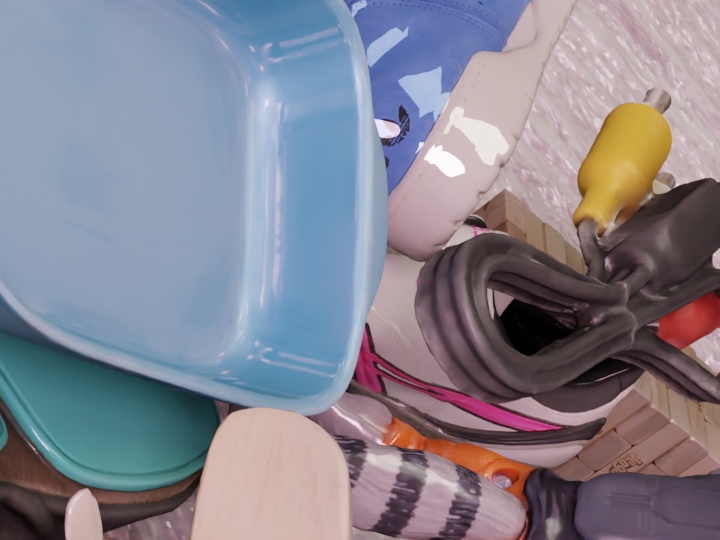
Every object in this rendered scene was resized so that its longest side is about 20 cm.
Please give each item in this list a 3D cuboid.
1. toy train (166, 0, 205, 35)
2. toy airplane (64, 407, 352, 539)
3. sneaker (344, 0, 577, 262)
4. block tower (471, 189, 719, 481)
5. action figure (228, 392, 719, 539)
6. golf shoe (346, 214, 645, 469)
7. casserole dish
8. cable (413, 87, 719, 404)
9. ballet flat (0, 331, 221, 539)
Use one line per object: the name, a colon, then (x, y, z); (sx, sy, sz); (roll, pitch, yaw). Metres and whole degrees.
toy train: (-0.108, -0.095, 0.709); (0.200, 0.116, 0.085); (75, -7, -63)
toy airplane: (-0.037, 0.140, 0.598); (0.200, 0.141, 0.199); (-29, 67, -31)
sneaker: (0.004, -0.092, 0.880); (0.111, 0.077, 0.200); (33, 38, -7)
block tower: (0.092, 0.054, 1.011); (0.200, 0.054, 0.058); (38, 31, -27)
action figure: (0.056, 0.099, 0.751); (0.193, 0.105, 0.200); (6, 39, -2)
golf shoe: (0.000, 0.000, 0.884); (0.200, 0.092, 0.073); (31, 36, -35)
casserole dish: (-0.054, -0.031, 0.701); (0.200, 0.039, 0.121); (24, 65, -60)
cable: (0.068, 0.013, 0.857); (0.200, 0.050, 0.097); (-31, 104, -54)
ballet flat: (-0.102, 0.040, 0.685); (0.068, 0.068, 0.200); (60, 16, 14)
